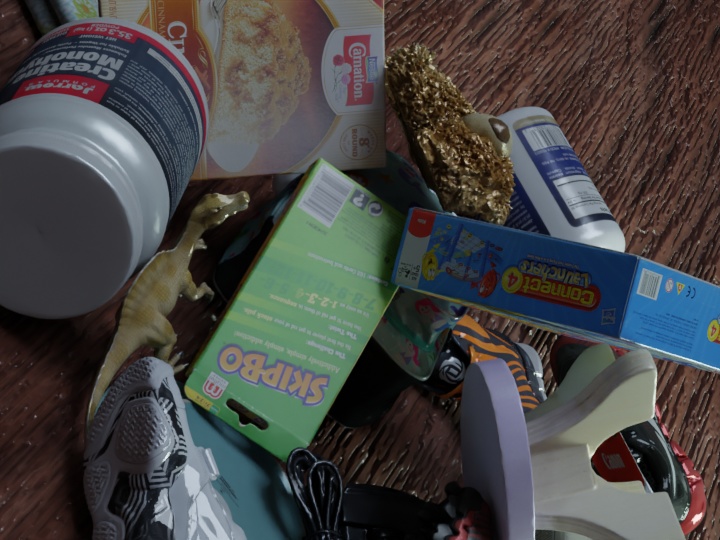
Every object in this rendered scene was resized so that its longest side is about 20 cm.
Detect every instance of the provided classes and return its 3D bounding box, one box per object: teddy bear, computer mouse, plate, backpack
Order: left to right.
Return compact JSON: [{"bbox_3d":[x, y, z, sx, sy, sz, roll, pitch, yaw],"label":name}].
[{"bbox_3d":[-0.092,0.146,1.501,0.200,0.026,0.200,38,28,-25],"label":"plate"},{"bbox_3d":[0.000,0.000,1.717,0.178,0.151,0.200,47,21,-5],"label":"backpack"},{"bbox_3d":[0.028,0.198,1.558,0.200,0.053,0.139,26,48,-53],"label":"computer mouse"},{"bbox_3d":[0.066,-0.101,1.657,0.200,0.067,0.145,-123,-171,-85],"label":"teddy bear"}]

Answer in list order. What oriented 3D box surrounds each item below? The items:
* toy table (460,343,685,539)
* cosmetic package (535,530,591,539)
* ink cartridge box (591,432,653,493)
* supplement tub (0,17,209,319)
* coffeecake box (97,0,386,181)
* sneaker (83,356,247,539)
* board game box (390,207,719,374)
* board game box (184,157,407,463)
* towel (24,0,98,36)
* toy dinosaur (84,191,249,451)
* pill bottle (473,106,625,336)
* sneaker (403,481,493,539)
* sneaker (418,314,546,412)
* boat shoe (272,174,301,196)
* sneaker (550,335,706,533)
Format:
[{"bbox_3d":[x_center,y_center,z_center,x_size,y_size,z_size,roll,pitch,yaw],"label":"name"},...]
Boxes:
[{"bbox_3d":[0.136,0.132,1.529,0.200,0.117,0.184,91,-13,-57],"label":"toy table"},{"bbox_3d":[0.132,0.271,1.606,0.087,0.103,0.200,44,27,-18],"label":"cosmetic package"},{"bbox_3d":[0.202,0.201,1.757,0.200,0.057,0.163,57,-8,3],"label":"ink cartridge box"},{"bbox_3d":[-0.184,-0.070,1.507,0.140,0.140,0.200,43,26,-14],"label":"supplement tub"},{"bbox_3d":[-0.085,-0.149,1.640,0.199,0.154,0.073,-5,23,-7],"label":"coffeecake box"},{"bbox_3d":[-0.103,0.155,1.396,0.115,0.075,0.200,24,48,-40],"label":"sneaker"},{"bbox_3d":[0.158,0.018,1.592,0.196,0.056,0.200,13,-3,40],"label":"board game box"},{"bbox_3d":[-0.039,0.029,1.573,0.095,0.030,0.200,34,64,-10],"label":"board game box"},{"bbox_3d":[-0.190,-0.197,1.781,0.171,0.048,0.200,6,50,-51],"label":"towel"},{"bbox_3d":[-0.141,0.030,1.487,0.058,0.200,0.101,27,-16,12],"label":"toy dinosaur"},{"bbox_3d":[0.170,-0.038,2.072,0.111,0.111,0.200,7,50,-55],"label":"pill bottle"},{"bbox_3d":[0.064,0.240,1.478,0.098,0.071,0.201,18,69,-16],"label":"sneaker"},{"bbox_3d":[0.100,0.111,1.817,0.112,0.078,0.200,29,22,-30],"label":"sneaker"},{"bbox_3d":[0.008,-0.036,1.862,0.200,0.071,0.070,28,30,-51],"label":"boat shoe"},{"bbox_3d":[0.216,0.135,1.940,0.098,0.071,0.201,5,52,-59],"label":"sneaker"}]
